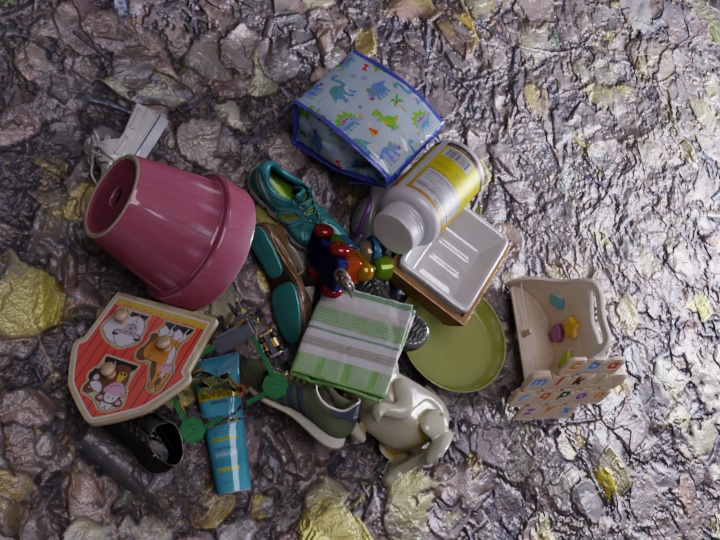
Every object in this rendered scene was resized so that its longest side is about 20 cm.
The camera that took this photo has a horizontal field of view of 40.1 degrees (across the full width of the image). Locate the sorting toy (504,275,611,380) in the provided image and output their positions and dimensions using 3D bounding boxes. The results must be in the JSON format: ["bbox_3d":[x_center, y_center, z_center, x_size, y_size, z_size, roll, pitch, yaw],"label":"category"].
[{"bbox_3d":[0.352,0.097,1.690,0.106,0.180,0.202,3,73,-32],"label":"sorting toy"}]

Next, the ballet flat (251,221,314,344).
[{"bbox_3d":[-0.113,0.015,1.555,0.072,0.068,0.201,-14,79,-50],"label":"ballet flat"}]

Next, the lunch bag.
[{"bbox_3d":[0.013,-0.238,1.620,0.199,0.128,0.170,32,60,18],"label":"lunch bag"}]

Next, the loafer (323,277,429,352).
[{"bbox_3d":[0.020,0.068,1.585,0.200,0.070,0.075,40,66,16],"label":"loafer"}]

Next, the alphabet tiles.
[{"bbox_3d":[0.349,0.198,1.666,0.199,0.196,0.015,2,52,-26],"label":"alphabet tiles"}]

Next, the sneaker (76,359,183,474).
[{"bbox_3d":[-0.315,0.192,1.368,0.200,0.106,0.075,50,61,-6],"label":"sneaker"}]

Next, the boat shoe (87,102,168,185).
[{"bbox_3d":[-0.366,-0.172,1.462,0.086,0.075,0.203,34,61,-16],"label":"boat shoe"}]

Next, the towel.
[{"bbox_3d":[-0.010,0.106,1.472,0.148,0.031,0.201,15,41,7],"label":"towel"}]

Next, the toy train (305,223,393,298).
[{"bbox_3d":[0.000,0.000,1.502,0.115,0.200,0.085,0,115,-24],"label":"toy train"}]

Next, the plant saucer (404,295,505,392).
[{"bbox_3d":[0.151,0.113,1.659,0.199,0.031,0.201,11,62,-21],"label":"plant saucer"}]

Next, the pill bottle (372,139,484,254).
[{"bbox_3d":[0.106,-0.115,1.581,0.109,0.109,0.200,49,56,-7],"label":"pill bottle"}]

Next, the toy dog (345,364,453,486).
[{"bbox_3d":[0.050,0.197,1.541,0.200,0.139,0.194,50,48,-7],"label":"toy dog"}]

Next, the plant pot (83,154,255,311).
[{"bbox_3d":[-0.276,-0.066,1.382,0.179,0.199,0.201,30,63,-37],"label":"plant pot"}]

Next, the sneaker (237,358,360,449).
[{"bbox_3d":[-0.086,0.174,1.474,0.200,0.090,0.067,35,23,5],"label":"sneaker"}]

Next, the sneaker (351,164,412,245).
[{"bbox_3d":[0.046,-0.108,1.655,0.099,0.075,0.201,25,66,-18],"label":"sneaker"}]

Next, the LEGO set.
[{"bbox_3d":[-0.203,0.146,1.421,0.199,0.116,0.154,-35,99,-4],"label":"LEGO set"}]

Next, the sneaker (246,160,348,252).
[{"bbox_3d":[-0.097,-0.097,1.576,0.200,0.080,0.078,41,62,-13],"label":"sneaker"}]

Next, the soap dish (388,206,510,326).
[{"bbox_3d":[0.145,-0.016,1.654,0.157,0.081,0.200,37,54,-1],"label":"soap dish"}]

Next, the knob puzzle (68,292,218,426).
[{"bbox_3d":[-0.316,0.121,1.343,0.218,0.031,0.221,-7,51,8],"label":"knob puzzle"}]

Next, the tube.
[{"bbox_3d":[-0.201,0.226,1.453,0.077,0.050,0.202,-10,78,-5],"label":"tube"}]
